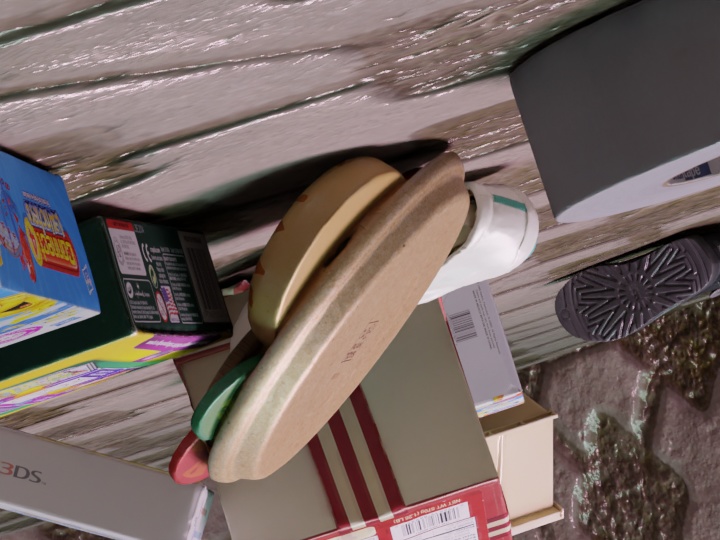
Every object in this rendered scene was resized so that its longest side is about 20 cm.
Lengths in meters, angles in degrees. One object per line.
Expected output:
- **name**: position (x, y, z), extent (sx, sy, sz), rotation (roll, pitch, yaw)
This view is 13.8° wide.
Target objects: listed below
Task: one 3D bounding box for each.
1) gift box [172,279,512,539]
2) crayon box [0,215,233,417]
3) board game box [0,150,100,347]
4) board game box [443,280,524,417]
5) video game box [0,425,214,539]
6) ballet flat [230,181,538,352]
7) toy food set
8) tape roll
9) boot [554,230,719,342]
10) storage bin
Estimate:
- **gift box**: position (-0.007, 0.082, 1.747), extent (0.184, 0.187, 0.200), rotation (-16, 155, -6)
- **crayon box**: position (-0.162, 0.031, 1.318), extent (0.172, 0.058, 0.200), rotation (-18, 176, 8)
- **board game box**: position (-0.205, 0.015, 1.017), extent (0.199, 0.056, 0.196), rotation (-19, 175, 5)
- **board game box**: position (0.049, 0.054, 2.037), extent (0.103, 0.105, 0.200), rotation (-18, 174, 2)
- **video game box**: position (-0.183, 0.114, 1.650), extent (0.199, 0.047, 0.182), rotation (15, 172, 1)
- **ballet flat**: position (0.000, 0.000, 1.604), extent (0.200, 0.070, 0.069), rotation (-25, 173, 22)
- **toy food set**: position (-0.019, 0.021, 1.411), extent (0.198, 0.049, 0.200), rotation (-57, 171, 24)
- **tape roll**: position (0.166, -0.082, 1.242), extent (0.200, 0.066, 0.200), rotation (-18, 176, -1)
- **boot**: position (0.283, 0.003, 2.600), extent (0.165, 0.066, 0.200), rotation (-20, 179, 33)
- **storage bin**: position (0.015, 0.129, 2.221), extent (0.198, 0.094, 0.200), rotation (-16, -148, -27)
